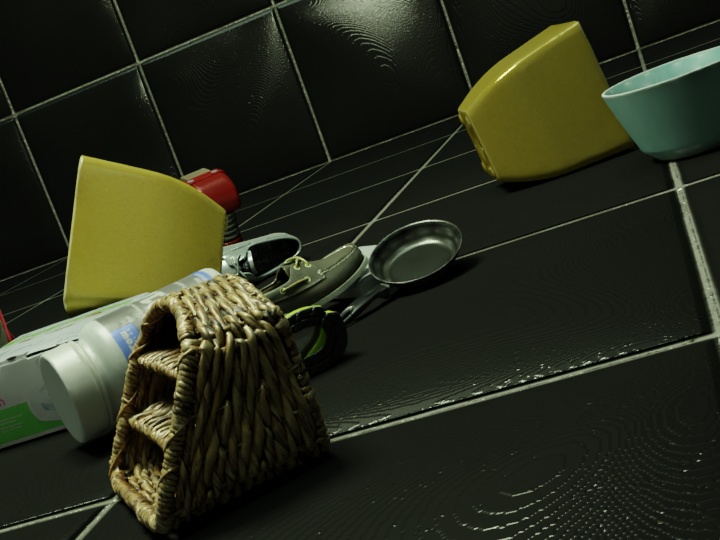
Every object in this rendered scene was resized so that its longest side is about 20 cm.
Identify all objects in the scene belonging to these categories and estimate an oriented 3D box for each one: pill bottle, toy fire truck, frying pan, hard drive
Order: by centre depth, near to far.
[{"bbox_3d":[-0.216,0.087,1.093,0.198,0.115,0.113,-27,12,-30],"label":"pill bottle"},{"bbox_3d":[0.052,0.006,1.197,0.113,0.031,0.191,-5,38,27],"label":"frying pan"},{"bbox_3d":[0.000,0.000,1.352,0.131,0.027,0.199,-27,12,-29],"label":"hard drive"},{"bbox_3d":[-0.235,-0.062,1.774,0.127,0.179,0.199,-25,26,-28],"label":"toy fire truck"}]

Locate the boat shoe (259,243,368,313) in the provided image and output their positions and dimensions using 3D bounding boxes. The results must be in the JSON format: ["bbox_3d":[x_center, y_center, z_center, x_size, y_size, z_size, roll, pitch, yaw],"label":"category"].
[{"bbox_3d":[-0.078,0.022,1.229,0.201,0.061,0.072,-35,14,-20],"label":"boat shoe"}]

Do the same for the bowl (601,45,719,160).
[{"bbox_3d":[0.418,-0.209,1.365,0.198,0.107,0.201,-20,10,4],"label":"bowl"}]

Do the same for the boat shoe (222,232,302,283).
[{"bbox_3d":[-0.180,-0.013,1.651,0.199,0.071,0.071,-23,7,-26],"label":"boat shoe"}]

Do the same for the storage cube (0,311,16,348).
[{"bbox_3d":[-0.548,0.130,1.376,0.198,0.173,0.179,-27,12,-30],"label":"storage cube"}]

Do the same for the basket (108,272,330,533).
[{"bbox_3d":[-0.136,0.092,0.826,0.147,0.145,0.199,-24,10,-20],"label":"basket"}]

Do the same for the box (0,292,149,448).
[{"bbox_3d":[-0.348,0.116,1.254,0.197,0.098,0.177,-18,11,16],"label":"box"}]

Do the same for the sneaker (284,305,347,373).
[{"bbox_3d":[-0.112,0.090,1.027,0.197,0.075,0.081,-16,2,-18],"label":"sneaker"}]

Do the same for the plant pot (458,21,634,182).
[{"bbox_3d":[0.258,-0.234,1.601,0.198,0.198,0.194,-27,10,3],"label":"plant pot"}]

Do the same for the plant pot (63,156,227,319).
[{"bbox_3d":[-0.284,-0.021,1.447,0.196,0.198,0.196,6,-15,-10],"label":"plant pot"}]
